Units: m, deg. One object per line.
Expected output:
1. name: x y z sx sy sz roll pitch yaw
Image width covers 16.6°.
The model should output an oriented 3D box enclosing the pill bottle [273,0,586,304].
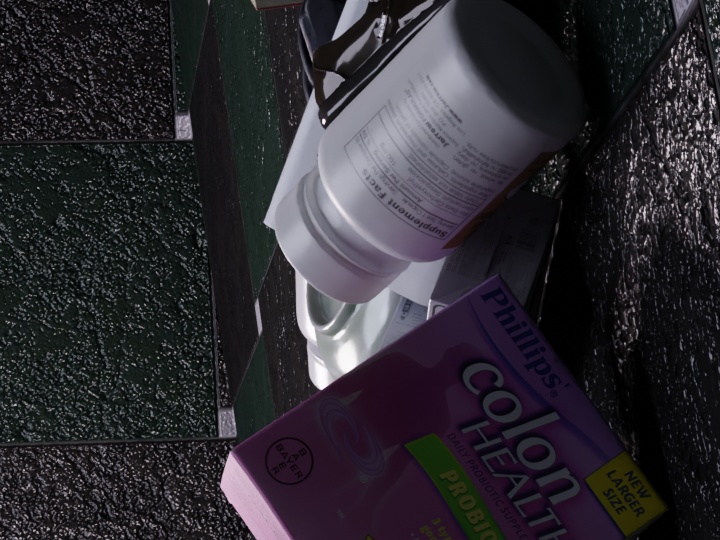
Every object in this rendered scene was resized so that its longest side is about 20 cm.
1. pill bottle: 0.039 -0.071 1.555 0.200 0.114 0.115 -44 43 32

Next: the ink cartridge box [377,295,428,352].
1. ink cartridge box: 0.012 0.140 1.730 0.200 0.040 0.200 98 -169 -45

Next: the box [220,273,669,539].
1. box: 0.048 0.136 1.472 0.176 0.200 0.097 55 164 11

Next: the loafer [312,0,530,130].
1. loafer: 0.037 -0.171 1.585 0.073 0.200 0.071 12 -136 -59

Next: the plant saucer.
1. plant saucer: 0.000 0.000 1.894 0.200 0.050 0.201 -168 90 -70

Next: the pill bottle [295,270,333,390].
1. pill bottle: 0.000 0.002 2.105 0.113 0.113 0.201 -112 19 -59

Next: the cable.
1. cable: -0.001 -0.145 1.764 0.163 0.051 0.201 -55 -54 -70

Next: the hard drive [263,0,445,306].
1. hard drive: 0.027 -0.094 1.661 0.025 0.132 0.201 -25 -40 -65

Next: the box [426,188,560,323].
1. box: 0.082 0.048 1.667 0.200 0.060 0.117 95 -166 -52

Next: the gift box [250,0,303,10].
1. gift box: -0.033 -0.319 1.885 0.200 0.184 0.187 -125 28 -64
